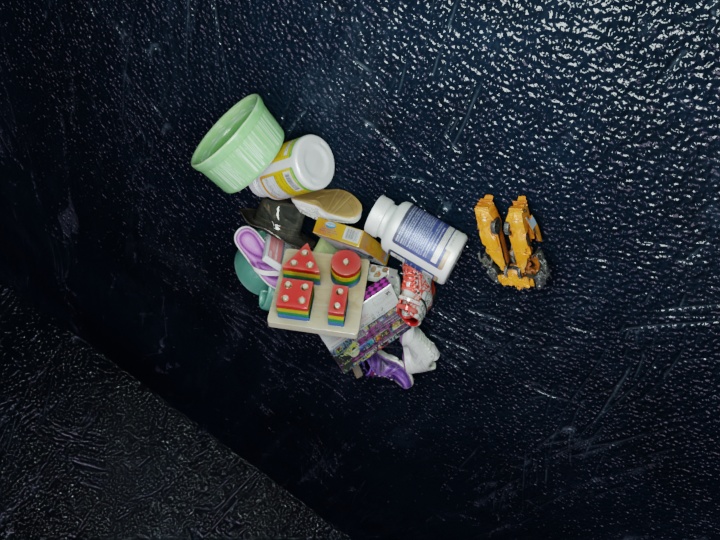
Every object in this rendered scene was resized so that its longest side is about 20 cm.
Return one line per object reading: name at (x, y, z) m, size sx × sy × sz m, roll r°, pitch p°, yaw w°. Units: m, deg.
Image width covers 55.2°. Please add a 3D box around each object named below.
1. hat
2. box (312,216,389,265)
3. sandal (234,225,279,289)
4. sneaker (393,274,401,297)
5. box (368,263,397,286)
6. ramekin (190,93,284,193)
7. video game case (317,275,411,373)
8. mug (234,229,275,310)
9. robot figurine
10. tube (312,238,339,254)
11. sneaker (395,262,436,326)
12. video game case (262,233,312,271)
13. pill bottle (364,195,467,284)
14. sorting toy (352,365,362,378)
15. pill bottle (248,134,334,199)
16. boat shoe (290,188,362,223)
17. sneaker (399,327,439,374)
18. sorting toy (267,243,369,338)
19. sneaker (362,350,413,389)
hat at (-0.183, -0.131, 1.611) m, size 0.196 × 0.083 × 0.201 m, roll 25°, pitch -168°, yaw -6°
box at (-0.012, -0.060, 1.526) m, size 0.116 × 0.043 × 0.199 m, roll 18°, pitch 176°, yaw 24°
sandal at (-0.221, -0.020, 1.627) m, size 0.201 × 0.083 × 0.050 m, roll 40°, pitch 177°, yaw -8°
sneaker at (0.060, 0.079, 1.674) m, size 0.072 × 0.082 × 0.204 m, roll 19°, pitch 121°, yaw 9°
box at (0.000, 0.000, 1.626) m, size 0.196 × 0.040 × 0.041 m, roll 12°, pitch 178°, yaw 40°
ramekin at (-0.250, -0.258, 1.428) m, size 0.197 × 0.203 × 0.098 m, roll -10°, pitch 135°, yaw 48°
video game case at (0.009, 0.128, 1.578) m, size 0.036 × 0.197 × 0.183 m, roll 53°, pitch 175°, yaw 42°
mug at (-0.220, -0.016, 1.721) m, size 0.188 × 0.150 × 0.114 m, roll 57°, pitch 141°, yaw 4°
robot figurine at (0.289, -0.047, 1.309) m, size 0.142 × 0.059 × 0.203 m, roll 8°, pitch 137°, yaw 37°
tube at (-0.101, -0.005, 1.591) m, size 0.051 × 0.202 × 0.059 m, roll 20°, pitch 144°, yaw 15°
sneaker at (0.117, 0.034, 1.522) m, size 0.066 × 0.109 × 0.204 m, roll 14°, pitch 141°, yaw 28°
video game case at (-0.144, -0.018, 1.645) m, size 0.198 × 0.145 × 0.017 m, roll 34°, pitch 118°, yaw -22°
pill bottle at (0.110, -0.068, 1.400) m, size 0.197 × 0.112 × 0.112 m, roll 30°, pitch 147°, yaw 9°
sorting toy at (-0.038, 0.133, 1.747) m, size 0.202 × 0.068 × 0.201 m, roll 60°, pitch 172°, yaw 38°
pill bottle at (-0.156, -0.213, 1.467) m, size 0.197 × 0.112 × 0.112 m, roll -6°, pitch 129°, yaw 47°
boat shoe at (-0.068, -0.136, 1.525) m, size 0.197 × 0.071 × 0.070 m, roll 22°, pitch 147°, yaw 37°
sneaker at (0.149, 0.180, 1.731) m, size 0.096 × 0.076 × 0.203 m, roll -2°, pitch 134°, yaw 11°
sorting toy at (-0.087, 0.031, 1.483) m, size 0.194 × 0.203 × 0.071 m, roll 7°, pitch 142°, yaw 4°
sneaker at (0.055, 0.271, 1.898) m, size 0.197 × 0.084 × 0.081 m, roll 33°, pitch 148°, yaw 3°
